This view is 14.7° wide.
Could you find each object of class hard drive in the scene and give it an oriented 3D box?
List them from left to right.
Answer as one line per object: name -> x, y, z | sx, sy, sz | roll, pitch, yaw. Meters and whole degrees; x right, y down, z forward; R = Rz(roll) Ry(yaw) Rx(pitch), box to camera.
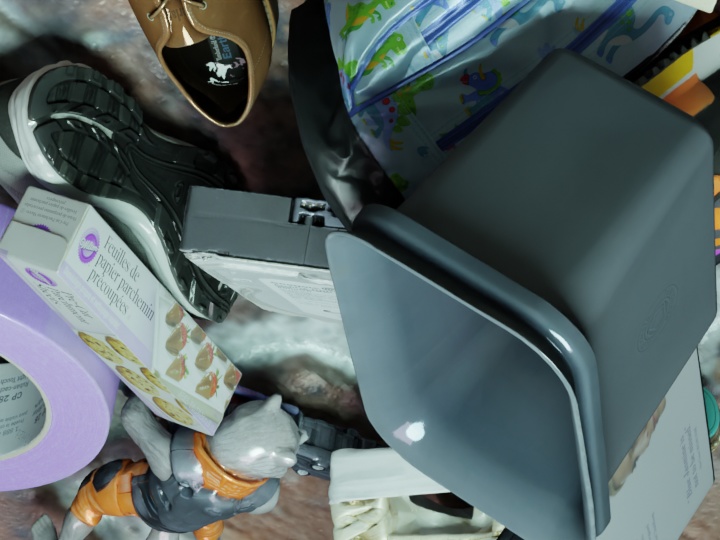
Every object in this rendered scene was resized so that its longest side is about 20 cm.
hard drive -> 0.000, 0.000, 1.375 | 0.139, 0.038, 0.200 | 7, 172, 10

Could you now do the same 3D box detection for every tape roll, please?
tape roll -> -0.224, 0.039, 1.464 | 0.199, 0.066, 0.201 | 7, 145, 5

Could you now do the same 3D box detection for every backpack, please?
backpack -> 0.062, -0.124, 1.233 | 0.199, 0.163, 0.154 | -20, 117, 10

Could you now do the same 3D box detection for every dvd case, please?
dvd case -> 0.129, 0.127, 1.443 | 0.017, 0.200, 0.143 | 16, 139, 29

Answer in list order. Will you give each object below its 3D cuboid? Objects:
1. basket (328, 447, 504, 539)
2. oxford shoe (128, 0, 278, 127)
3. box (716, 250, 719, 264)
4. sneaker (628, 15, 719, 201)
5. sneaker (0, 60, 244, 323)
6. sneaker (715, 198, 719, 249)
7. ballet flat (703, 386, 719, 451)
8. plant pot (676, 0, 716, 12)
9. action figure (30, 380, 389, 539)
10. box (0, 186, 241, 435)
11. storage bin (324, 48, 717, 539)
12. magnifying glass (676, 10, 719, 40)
basket -> 0.074, 0.175, 1.555 | 0.135, 0.124, 0.200 | -4, 164, 22
oxford shoe -> -0.084, -0.145, 1.268 | 0.071, 0.072, 0.200 | -13, 138, 16
box -> 0.123, -0.048, 1.384 | 0.143, 0.036, 0.199 | -34, 141, 30
sneaker -> 0.188, -0.077, 1.277 | 0.199, 0.090, 0.070 | -30, -176, -28
sneaker -> -0.124, -0.040, 1.405 | 0.079, 0.074, 0.200 | -1, 149, 37
sneaker -> 0.221, -0.038, 1.315 | 0.199, 0.112, 0.078 | -21, 130, -23
ballet flat -> 0.103, 0.086, 1.555 | 0.199, 0.071, 0.065 | 11, 146, -11
plant pot -> 0.080, -0.252, 1.059 | 0.176, 0.201, 0.201 | 13, 140, 0
action figure -> -0.074, 0.129, 1.577 | 0.199, 0.105, 0.194 | 16, 147, -19
box -> -0.118, 0.023, 1.397 | 0.041, 0.039, 0.200 | 16, 161, 27
storage bin -> 0.074, 0.006, 1.175 | 0.145, 0.134, 0.200 | 31, 157, 23
magnifying glass -> 0.107, -0.069, 1.400 | 0.079, 0.023, 0.200 | 27, 131, -34
